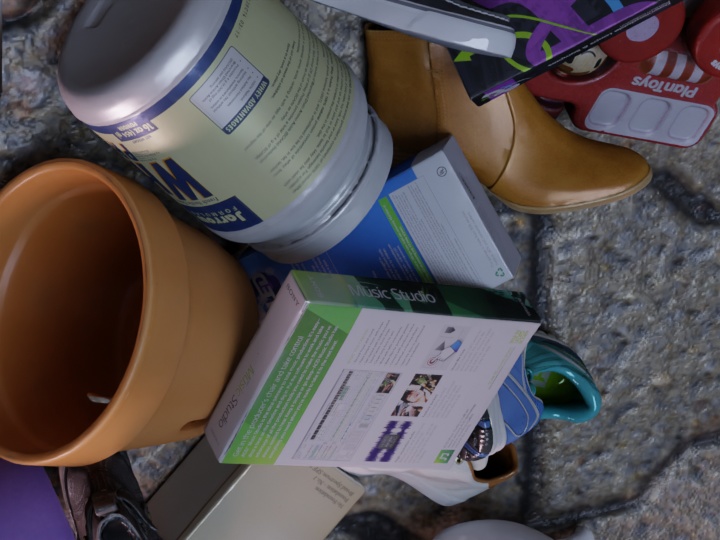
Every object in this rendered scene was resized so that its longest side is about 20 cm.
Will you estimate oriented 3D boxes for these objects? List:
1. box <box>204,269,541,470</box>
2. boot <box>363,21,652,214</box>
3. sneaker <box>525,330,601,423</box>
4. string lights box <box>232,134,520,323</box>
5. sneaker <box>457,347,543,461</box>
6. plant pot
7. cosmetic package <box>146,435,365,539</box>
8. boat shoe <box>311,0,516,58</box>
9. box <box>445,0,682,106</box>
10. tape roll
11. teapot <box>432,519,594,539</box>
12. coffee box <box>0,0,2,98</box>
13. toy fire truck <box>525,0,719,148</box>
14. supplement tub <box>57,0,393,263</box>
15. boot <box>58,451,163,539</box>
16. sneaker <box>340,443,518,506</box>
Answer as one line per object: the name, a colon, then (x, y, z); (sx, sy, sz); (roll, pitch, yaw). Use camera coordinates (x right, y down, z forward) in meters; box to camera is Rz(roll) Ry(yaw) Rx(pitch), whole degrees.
box: (0.009, 0.070, 1.533); (0.199, 0.036, 0.145); (5, 128, -38)
boot: (0.103, -0.118, 1.596); (0.199, 0.071, 0.145); (-1, 117, 9)
sneaker: (0.097, 0.073, 1.723); (0.198, 0.080, 0.078); (10, 111, -28)
string lights box: (0.000, 0.000, 1.590); (0.199, 0.059, 0.103); (-27, 99, 16)
sneaker: (0.072, 0.037, 1.661); (0.077, 0.076, 0.202); (-12, 83, -38)
plant pot: (-0.163, 0.036, 1.528); (0.139, 0.200, 0.201); (14, 110, -49)
cosmetic package: (-0.103, 0.198, 1.698); (0.103, 0.073, 0.200); (36, 96, -35)
boat shoe: (0.016, -0.196, 1.502); (0.070, 0.199, 0.067); (5, 105, -69)
box: (0.134, -0.220, 1.526); (0.199, 0.036, 0.144); (-27, 81, 8)
tape roll: (-0.233, 0.221, 1.570); (0.084, 0.200, 0.201); (-23, 123, -14)
teapot: (0.135, 0.284, 1.766); (0.145, 0.202, 0.198); (-6, 162, 5)
coffee box: (-0.266, -0.214, 1.383); (0.079, 0.113, 0.202); (-7, 119, -22)
toy fire truck: (0.193, -0.164, 1.638); (0.198, 0.113, 0.169); (6, 131, -26)
supplement tub: (-0.086, -0.110, 1.502); (0.145, 0.145, 0.200); (-47, 125, 3)
boot: (-0.156, 0.213, 1.546); (0.069, 0.174, 0.201); (-22, 114, -6)
sneaker: (0.044, 0.118, 1.704); (0.084, 0.073, 0.199); (-21, 150, 34)
